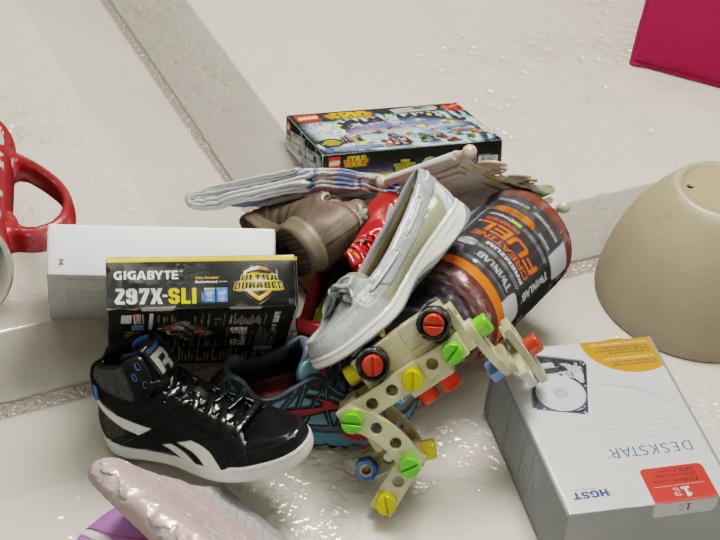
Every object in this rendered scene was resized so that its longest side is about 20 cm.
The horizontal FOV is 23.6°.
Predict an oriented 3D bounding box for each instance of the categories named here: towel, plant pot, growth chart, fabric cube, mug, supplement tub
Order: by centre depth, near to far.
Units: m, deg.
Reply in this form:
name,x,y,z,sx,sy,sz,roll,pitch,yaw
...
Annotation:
name,x,y,z,sx,sy,sz,roll,pitch,yaw
towel,-0.092,0.215,1.309,0.199,0.032,0.191,35,4,29
supplement tub,0.104,0.014,1.570,0.106,0.108,0.200,27,44,22
mug,-0.366,-0.053,1.620,0.176,0.134,0.201,17,31,-18
towel,-0.058,-0.074,1.653,0.146,0.024,0.199,-9,-4,29
growth chart,0.114,-0.073,1.656,0.144,0.199,0.018,-13,68,36
plant pot,0.340,-0.026,1.693,0.198,0.135,0.201,5,39,-4
fabric cube,0.449,-0.352,2.062,0.194,0.201,0.201,17,39,9

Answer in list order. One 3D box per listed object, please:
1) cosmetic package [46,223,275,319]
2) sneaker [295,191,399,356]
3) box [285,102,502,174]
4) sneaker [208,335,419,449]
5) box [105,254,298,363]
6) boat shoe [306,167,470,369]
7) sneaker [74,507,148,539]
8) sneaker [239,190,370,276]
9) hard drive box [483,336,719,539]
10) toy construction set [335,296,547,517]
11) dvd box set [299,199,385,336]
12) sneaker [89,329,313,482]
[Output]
name,x,y,z,sx,sy,sz,roll,pitch,yaw
cosmetic package,-0.181,0.004,1.549,0.198,0.151,0.052,1,76,-9
sneaker,0.000,0.000,1.578,0.076,0.085,0.201,12,57,23
box,0.034,-0.134,1.816,0.198,0.040,0.137,-6,23,-18
sneaker,-0.036,0.102,1.497,0.198,0.096,0.080,-8,42,-19
box,-0.139,0.037,1.482,0.158,0.200,0.050,0,74,-6
boat shoe,0.014,0.001,1.473,0.065,0.074,0.202,44,70,-10
sneaker,-0.157,0.268,1.304,0.114,0.073,0.200,-33,49,-28
sneaker,-0.048,-0.034,1.562,0.075,0.071,0.200,-31,15,-15
hard drive box,0.212,0.156,1.492,0.154,0.077,0.201,-5,41,-15
toy construction set,0.062,0.101,1.445,0.199,0.132,0.092,-36,6,-3
dvd box set,0.021,0.007,1.675,0.145,0.030,0.200,-14,44,-23
sneaker,-0.141,0.107,1.416,0.198,0.113,0.073,3,36,25
